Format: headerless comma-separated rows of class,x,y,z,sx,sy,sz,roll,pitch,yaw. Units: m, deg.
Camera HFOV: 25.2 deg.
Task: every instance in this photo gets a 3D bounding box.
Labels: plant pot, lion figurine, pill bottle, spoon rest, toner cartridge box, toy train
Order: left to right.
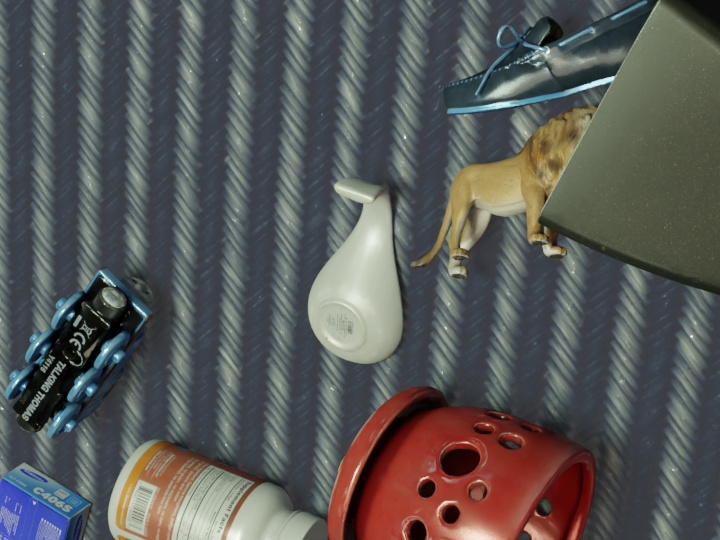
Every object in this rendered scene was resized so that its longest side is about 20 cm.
toner cartridge box,-0.363,0.319,1.761,0.095,0.043,0.201,27,117,16
toy train,-0.273,0.080,1.594,0.087,0.114,0.200,41,121,5
pill bottle,-0.138,0.249,1.582,0.199,0.112,0.113,19,114,20
spoon rest,0.000,0.000,1.471,0.099,0.061,0.201,22,128,21
plant pot,0.085,0.212,1.413,0.182,0.200,0.202,24,116,28
lion figurine,0.126,-0.068,1.365,0.199,0.072,0.123,-9,69,36
plant pot,0.280,-0.089,1.198,0.177,0.200,0.200,35,119,17

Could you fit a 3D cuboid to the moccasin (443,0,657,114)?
moccasin,0.161,-0.177,1.320,0.199,0.080,0.069,-14,95,15
